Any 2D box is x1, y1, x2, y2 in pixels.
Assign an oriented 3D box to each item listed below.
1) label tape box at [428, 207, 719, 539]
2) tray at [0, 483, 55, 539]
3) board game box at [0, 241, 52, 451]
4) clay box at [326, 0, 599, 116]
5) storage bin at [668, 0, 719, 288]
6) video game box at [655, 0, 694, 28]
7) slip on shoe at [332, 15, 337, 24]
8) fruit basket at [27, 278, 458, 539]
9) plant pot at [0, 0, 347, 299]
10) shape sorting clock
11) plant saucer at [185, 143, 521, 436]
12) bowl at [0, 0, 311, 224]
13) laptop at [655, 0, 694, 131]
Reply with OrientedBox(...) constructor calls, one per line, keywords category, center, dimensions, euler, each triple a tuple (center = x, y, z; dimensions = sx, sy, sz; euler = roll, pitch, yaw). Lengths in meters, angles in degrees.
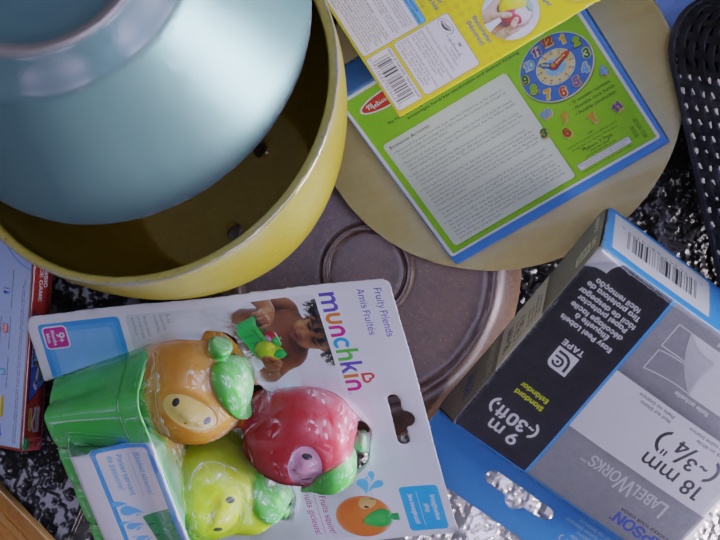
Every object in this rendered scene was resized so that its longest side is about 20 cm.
OrientedBox(category="label tape box", center=(0.131, 0.087, 1.160), dimensions=(0.144, 0.063, 0.200), euler=(35, 115, -7))
OrientedBox(category="tray", center=(-0.179, 0.196, 1.160), dimensions=(0.200, 0.099, 0.037), euler=(46, 111, -3))
OrientedBox(category="board game box", center=(-0.215, -0.006, 1.166), dimensions=(0.103, 0.019, 0.200), euler=(6, 93, 29))
OrientedBox(category="clay box", center=(0.074, -0.177, 1.046), dimensions=(0.200, 0.048, 0.115), euler=(-29, 110, 13))
OrientedBox(category="storage bin", center=(0.260, -0.068, 1.148), dimensions=(0.135, 0.094, 0.200), euler=(-33, 121, -28))
OrientedBox(category="video game box", center=(0.125, -0.190, 1.211), dimensions=(0.182, 0.047, 0.200), euler=(-21, 92, -6))
OrientedBox(category="slip on shoe", center=(-0.002, -0.191, 1.165), dimensions=(0.200, 0.076, 0.061), euler=(-42, 56, 24))
OrientedBox(category="fruit basket", center=(-0.062, 0.091, 1.136), dimensions=(0.200, 0.094, 0.186), euler=(-3, 128, 16))
OrientedBox(category="plant pot", center=(-0.089, -0.067, 1.089), dimensions=(0.200, 0.142, 0.200), euler=(-5, 71, 14))
OrientedBox(category="shape sorting clock", center=(0.075, -0.090, 1.140), dimensions=(0.200, 0.039, 0.200), euler=(-2, 122, -3))
OrientedBox(category="plant saucer", center=(0.000, 0.000, 1.194), dimensions=(0.200, 0.034, 0.201), euler=(-1, 93, -12))
OrientedBox(category="bowl", center=(-0.132, -0.132, 0.990), dimensions=(0.200, 0.105, 0.201), euler=(-5, 72, 14))
OrientedBox(category="laptop", center=(0.163, -0.205, 1.136), dimensions=(0.187, 0.200, 0.116), euler=(-44, 57, -3))
